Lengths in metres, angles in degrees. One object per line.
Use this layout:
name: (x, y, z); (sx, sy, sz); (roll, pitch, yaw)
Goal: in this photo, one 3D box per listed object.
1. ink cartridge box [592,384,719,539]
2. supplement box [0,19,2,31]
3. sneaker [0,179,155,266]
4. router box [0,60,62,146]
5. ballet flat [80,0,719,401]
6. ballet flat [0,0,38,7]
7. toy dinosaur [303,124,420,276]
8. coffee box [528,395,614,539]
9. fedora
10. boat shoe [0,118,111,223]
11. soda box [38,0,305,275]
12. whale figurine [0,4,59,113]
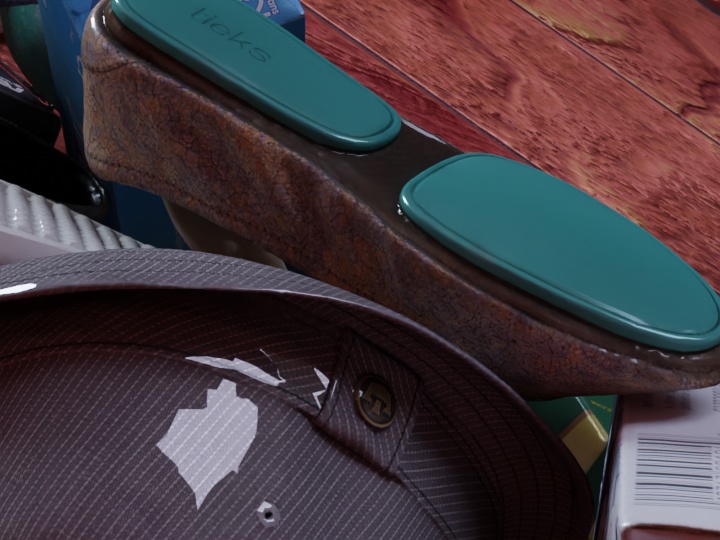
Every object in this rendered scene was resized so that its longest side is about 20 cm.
ink cartridge box: (0.074, 0.128, 0.756); (0.043, 0.200, 0.198); (5, 13, 4)
supplement box: (-0.196, -0.157, 1.236); (0.126, 0.074, 0.200); (35, 14, 3)
sneaker: (-0.070, 0.044, 0.811); (0.075, 0.105, 0.200); (32, 5, 40)
router box: (-0.214, -0.083, 0.968); (0.200, 0.062, 0.150); (24, 9, -35)
ballet flat: (0.007, -0.007, 0.772); (0.200, 0.067, 0.068); (34, 33, 25)
ballet flat: (-0.174, -0.130, 1.000); (0.072, 0.072, 0.200); (43, 14, 34)
toy dinosaur: (0.000, 0.000, 0.949); (0.047, 0.200, 0.088); (18, 61, -13)
coffee box: (0.031, 0.061, 0.959); (0.044, 0.123, 0.200); (28, 17, -26)
fedora: (-0.039, 0.083, 0.734); (0.200, 0.177, 0.090); (43, 37, -37)
boat shoe: (-0.157, -0.047, 0.870); (0.201, 0.063, 0.074); (33, 13, -41)
soda box: (-0.058, -0.046, 0.970); (0.200, 0.068, 0.064); (91, -24, -65)
whale figurine: (-0.075, -0.067, 1.166); (0.159, 0.104, 0.200); (-56, 130, -75)
